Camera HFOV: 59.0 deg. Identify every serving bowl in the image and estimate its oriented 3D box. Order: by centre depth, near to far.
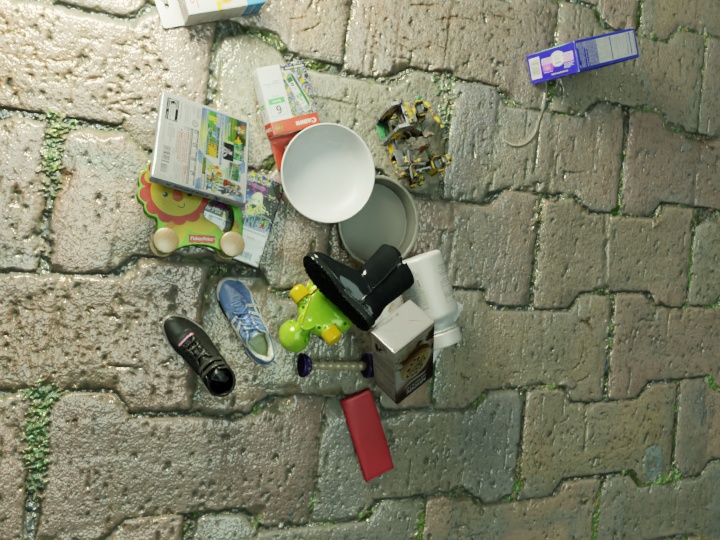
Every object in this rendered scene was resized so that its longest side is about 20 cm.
[{"bbox_3d":[-0.072,-0.199,1.326,0.197,0.066,0.203,-1,93,-15],"label":"serving bowl"}]

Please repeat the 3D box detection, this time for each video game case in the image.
[{"bbox_3d":[-0.300,-0.230,1.211,0.180,0.022,0.203,14,58,-29],"label":"video game case"},{"bbox_3d":[-0.270,-0.123,1.279,0.198,0.036,0.184,20,84,-23],"label":"video game case"}]

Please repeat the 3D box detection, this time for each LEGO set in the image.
[{"bbox_3d":[0.124,-0.293,1.386,0.152,0.116,0.203,-8,83,-21],"label":"LEGO set"}]

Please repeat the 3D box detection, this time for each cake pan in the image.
[{"bbox_3d":[0.036,-0.108,1.417,0.197,0.037,0.204,-1,93,-24],"label":"cake pan"}]

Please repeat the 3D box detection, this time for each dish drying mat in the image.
[{"bbox_3d":[0.016,0.371,1.441,0.076,0.018,0.203,-20,101,-21],"label":"dish drying mat"}]

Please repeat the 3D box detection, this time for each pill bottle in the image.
[{"bbox_3d":[0.151,0.066,1.395,0.113,0.114,0.203,-19,92,-22],"label":"pill bottle"}]

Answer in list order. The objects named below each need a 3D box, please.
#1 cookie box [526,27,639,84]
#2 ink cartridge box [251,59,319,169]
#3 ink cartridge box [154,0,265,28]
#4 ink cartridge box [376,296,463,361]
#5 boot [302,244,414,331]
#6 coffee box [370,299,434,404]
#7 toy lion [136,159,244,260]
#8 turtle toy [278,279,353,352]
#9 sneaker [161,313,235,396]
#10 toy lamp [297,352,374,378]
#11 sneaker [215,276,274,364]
[{"bbox_3d":[0.540,-0.523,1.554,0.198,0.171,0.076,-19,103,-23],"label":"cookie box"},{"bbox_3d":[-0.146,-0.321,1.318,0.108,0.050,0.203,-18,99,-23],"label":"ink cartridge box"},{"bbox_3d":[-0.297,-0.549,1.230,0.198,0.068,0.117,-20,100,-22],"label":"ink cartridge box"},{"bbox_3d":[0.119,0.099,1.468,0.199,0.057,0.164,32,80,-7],"label":"ink cartridge box"},{"bbox_3d":[0.000,0.000,1.293,0.200,0.076,0.168,46,59,-2],"label":"boot"},{"bbox_3d":[0.089,0.174,1.328,0.112,0.080,0.201,-35,145,-22],"label":"coffee box"},{"bbox_3d":[-0.321,-0.122,1.208,0.197,0.068,0.195,3,83,-24],"label":"toy lion"},{"bbox_3d":[-0.086,0.093,1.334,0.199,0.101,0.146,-36,80,-19],"label":"turtle toy"},{"bbox_3d":[-0.308,0.165,1.241,0.071,0.099,0.201,-41,106,-15],"label":"sneaker"},{"bbox_3d":[-0.036,0.208,1.388,0.197,0.058,0.059,3,91,-25],"label":"toy lamp"},{"bbox_3d":[-0.224,0.102,1.288,0.075,0.077,0.202,-33,103,-17],"label":"sneaker"}]
